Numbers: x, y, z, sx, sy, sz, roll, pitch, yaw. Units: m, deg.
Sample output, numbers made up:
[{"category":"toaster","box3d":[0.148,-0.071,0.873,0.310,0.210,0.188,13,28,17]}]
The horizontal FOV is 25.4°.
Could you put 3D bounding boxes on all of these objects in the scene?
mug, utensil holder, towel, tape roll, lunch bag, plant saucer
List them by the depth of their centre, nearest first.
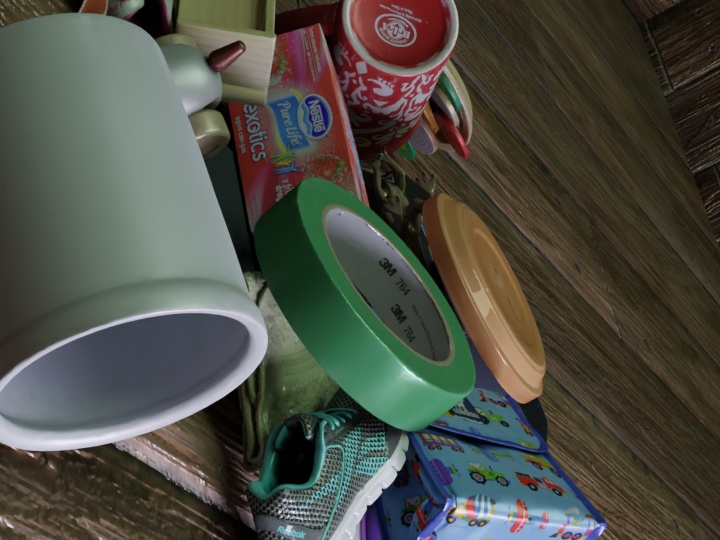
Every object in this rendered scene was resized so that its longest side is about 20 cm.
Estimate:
[{"category":"utensil holder","box3d":[-0.163,-0.022,0.934,0.170,0.169,0.202,24,40,-59]},{"category":"tape roll","box3d":[0.005,0.024,1.192,0.200,0.048,0.201,44,19,-19]},{"category":"towel","box3d":[-0.046,0.070,1.216,0.200,0.036,0.150,-9,98,-71]},{"category":"lunch bag","box3d":[0.077,0.151,1.255,0.149,0.095,0.201,12,33,-29]},{"category":"plant saucer","box3d":[0.116,0.021,1.425,0.201,0.032,0.201,56,17,-26]},{"category":"mug","box3d":[-0.002,-0.191,1.483,0.200,0.176,0.135,131,-56,-73]}]

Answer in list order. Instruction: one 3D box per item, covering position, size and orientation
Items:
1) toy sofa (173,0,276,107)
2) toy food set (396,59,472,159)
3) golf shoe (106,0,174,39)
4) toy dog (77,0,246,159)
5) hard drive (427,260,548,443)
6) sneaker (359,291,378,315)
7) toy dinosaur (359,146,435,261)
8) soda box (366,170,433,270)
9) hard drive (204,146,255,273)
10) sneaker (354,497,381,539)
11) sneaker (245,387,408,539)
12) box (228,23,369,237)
[{"category":"toy sofa","box3d":[-0.113,-0.208,1.330,0.201,0.082,0.098,-92,-167,-51]},{"category":"toy food set","box3d":[0.046,-0.199,1.702,0.199,0.049,0.200,52,-18,-11]},{"category":"golf shoe","box3d":[-0.204,-0.245,1.241,0.200,0.075,0.092,30,41,-55]},{"category":"toy dog","box3d":[-0.154,-0.137,1.130,0.132,0.096,0.200,53,32,2]},{"category":"hard drive","box3d":[0.117,0.088,1.465,0.201,0.042,0.135,63,14,-10]},{"category":"sneaker","box3d":[0.000,0.000,1.414,0.078,0.070,0.201,47,18,-35]},{"category":"toy dinosaur","box3d":[0.040,-0.044,1.491,0.102,0.058,0.201,101,-29,-57]},{"category":"soda box","box3d":[0.050,0.006,1.561,0.071,0.063,0.202,33,36,-55]},{"category":"hard drive","box3d":[-0.131,-0.039,1.217,0.139,0.033,0.202,37,33,-50]},{"category":"sneaker","box3d":[0.056,0.253,1.242,0.202,0.083,0.081,64,20,7]},{"category":"sneaker","box3d":[-0.024,0.129,1.132,0.201,0.077,0.092,-63,141,-49]},{"category":"box","box3d":[-0.051,-0.095,1.357,0.103,0.094,0.202,70,6,-54]}]
